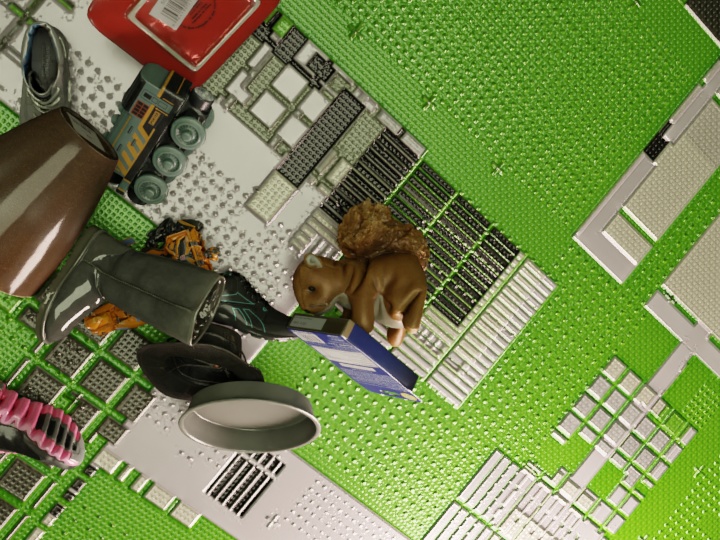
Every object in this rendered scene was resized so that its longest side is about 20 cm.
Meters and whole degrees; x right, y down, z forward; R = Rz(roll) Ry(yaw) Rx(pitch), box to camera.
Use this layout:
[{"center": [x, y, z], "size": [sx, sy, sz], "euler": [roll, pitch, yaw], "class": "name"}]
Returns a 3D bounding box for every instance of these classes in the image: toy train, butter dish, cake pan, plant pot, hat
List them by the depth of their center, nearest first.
[{"center": [-0.406, -0.103, 0.987], "size": [0.200, 0.187, 0.187], "euler": [-43, 106, 6], "class": "plant pot"}, {"center": [-0.241, -0.370, 1.028], "size": [0.200, 0.148, 0.199], "euler": [-44, 146, 8], "class": "butter dish"}, {"center": [-0.275, -0.176, 1.048], "size": [0.114, 0.085, 0.200], "euler": [32, 122, -18], "class": "toy train"}, {"center": [-0.216, 0.119, 1.116], "size": [0.200, 0.201, 0.081], "euler": [19, 56, -15], "class": "hat"}, {"center": [-0.155, 0.208, 1.125], "size": [0.200, 0.200, 0.037], "euler": [9, 56, -14], "class": "cake pan"}]

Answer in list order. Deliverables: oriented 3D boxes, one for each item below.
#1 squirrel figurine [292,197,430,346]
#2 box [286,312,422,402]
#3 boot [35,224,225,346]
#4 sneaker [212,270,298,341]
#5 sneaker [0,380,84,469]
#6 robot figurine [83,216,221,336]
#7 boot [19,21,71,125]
[{"center": [0.000, 0.000, 1.159], "size": [0.186, 0.142, 0.200], "euler": [14, 81, -5], "class": "squirrel figurine"}, {"center": [-0.001, 0.127, 1.148], "size": [0.200, 0.121, 0.032], "euler": [44, 63, -35], "class": "box"}, {"center": [-0.296, 0.049, 1.023], "size": [0.200, 0.073, 0.182], "euler": [26, 88, 5], "class": "boot"}, {"center": [-0.172, 0.047, 1.139], "size": [0.200, 0.075, 0.079], "euler": [18, 92, -16], "class": "sneaker"}, {"center": [-0.484, 0.225, 1.105], "size": [0.200, 0.079, 0.095], "euler": [36, 111, -15], "class": "sneaker"}, {"center": [-0.286, 0.009, 1.084], "size": [0.200, 0.058, 0.145], "euler": [-22, 79, 5], "class": "robot figurine"}, {"center": [-0.414, -0.220, 1.028], "size": [0.073, 0.096, 0.200], "euler": [-2, 99, -13], "class": "boot"}]
